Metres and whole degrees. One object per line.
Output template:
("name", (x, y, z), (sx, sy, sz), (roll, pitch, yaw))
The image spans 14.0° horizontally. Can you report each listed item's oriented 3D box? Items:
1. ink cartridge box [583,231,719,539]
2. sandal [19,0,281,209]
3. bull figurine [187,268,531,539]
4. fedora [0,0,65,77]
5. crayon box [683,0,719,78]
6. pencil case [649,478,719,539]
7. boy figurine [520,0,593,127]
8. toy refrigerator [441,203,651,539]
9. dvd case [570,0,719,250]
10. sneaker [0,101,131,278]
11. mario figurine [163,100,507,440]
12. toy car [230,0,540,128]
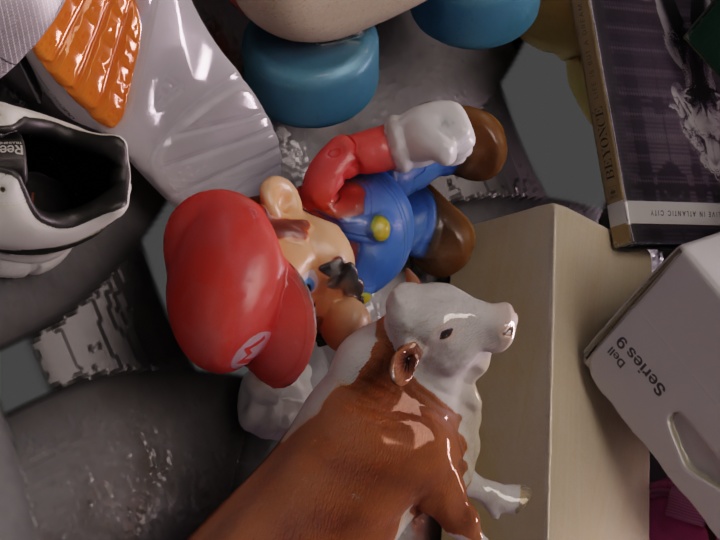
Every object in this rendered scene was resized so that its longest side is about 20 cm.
("ink cartridge box", (0.217, 0.050, 1.332), (0.199, 0.088, 0.146), (-17, 61, -49))
("sandal", (-0.105, -0.090, 1.224), (0.079, 0.059, 0.207), (-52, 134, -23))
("bull figurine", (0.002, 0.095, 1.192), (0.121, 0.200, 0.065), (44, 6, -23))
("fedora", (-0.172, -0.136, 1.096), (0.090, 0.177, 0.200), (33, 15, -48))
("crayon box", (0.259, -0.063, 1.381), (0.200, 0.051, 0.127), (50, 34, 16))
("pencil case", (0.205, 0.110, 1.414), (0.200, 0.091, 0.094), (-26, 137, -46))
("boy figurine", (0.144, -0.115, 1.453), (0.199, 0.064, 0.125), (28, 61, -37))
("toy refrigerator", (0.082, 0.080, 1.327), (0.076, 0.070, 0.201), (23, 62, -43))
("dvd case", (0.155, -0.108, 1.404), (0.148, 0.016, 0.201), (0, 76, -46))
("sneaker", (-0.175, -0.045, 1.124), (0.199, 0.080, 0.074), (6, 74, -40))
("mario figurine", (0.000, 0.000, 1.246), (0.200, 0.106, 0.124), (-31, 110, -49))
("toy car", (-0.024, -0.205, 1.293), (0.176, 0.185, 0.200), (-27, 52, -22))
